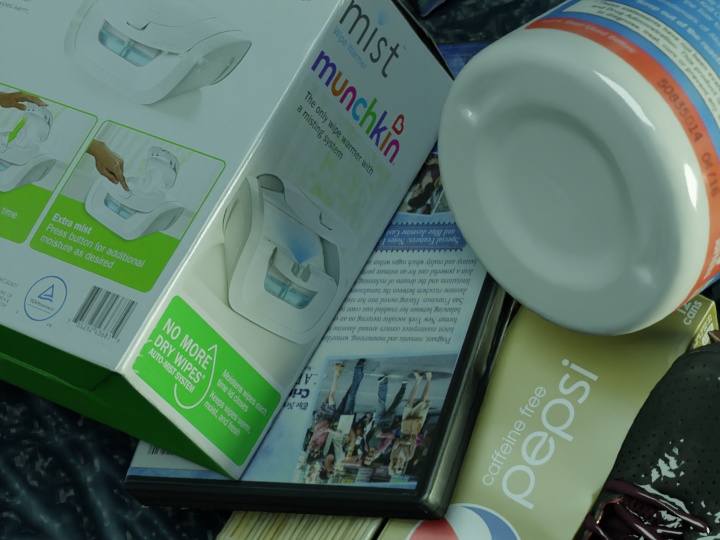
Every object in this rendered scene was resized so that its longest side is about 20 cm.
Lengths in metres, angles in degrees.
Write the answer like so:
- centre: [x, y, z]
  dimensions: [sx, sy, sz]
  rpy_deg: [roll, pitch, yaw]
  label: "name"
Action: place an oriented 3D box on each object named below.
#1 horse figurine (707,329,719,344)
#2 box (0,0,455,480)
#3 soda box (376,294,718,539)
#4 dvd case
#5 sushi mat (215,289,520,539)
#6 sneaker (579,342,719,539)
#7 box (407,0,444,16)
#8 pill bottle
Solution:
- centre: [0.158, 0.122, 0.973]
  dimensions: [0.132, 0.050, 0.200]
  rpy_deg: [-36, 74, 14]
  label: "horse figurine"
- centre: [-0.096, -0.044, 1.039]
  dimensions: [0.200, 0.097, 0.177]
  rpy_deg: [18, 71, 37]
  label: "box"
- centre: [0.055, 0.090, 1.002]
  dimensions: [0.064, 0.068, 0.200]
  rpy_deg: [28, 76, 19]
  label: "soda box"
- centre: [0.000, 0.000, 1.033]
  dimensions: [0.142, 0.018, 0.200]
  rpy_deg: [-1, 58, 37]
  label: "dvd case"
- centre: [-0.011, 0.075, 1.021]
  dimensions: [0.096, 0.012, 0.200]
  rpy_deg: [11, 65, 57]
  label: "sushi mat"
- centre: [0.083, 0.122, 0.920]
  dimensions: [0.076, 0.115, 0.200]
  rpy_deg: [20, 101, 36]
  label: "sneaker"
- centre: [0.035, -0.216, 1.054]
  dimensions: [0.148, 0.200, 0.107]
  rpy_deg: [-37, 68, -4]
  label: "box"
- centre: [0.130, -0.066, 0.988]
  dimensions: [0.112, 0.112, 0.200]
  rpy_deg: [39, 47, 22]
  label: "pill bottle"
